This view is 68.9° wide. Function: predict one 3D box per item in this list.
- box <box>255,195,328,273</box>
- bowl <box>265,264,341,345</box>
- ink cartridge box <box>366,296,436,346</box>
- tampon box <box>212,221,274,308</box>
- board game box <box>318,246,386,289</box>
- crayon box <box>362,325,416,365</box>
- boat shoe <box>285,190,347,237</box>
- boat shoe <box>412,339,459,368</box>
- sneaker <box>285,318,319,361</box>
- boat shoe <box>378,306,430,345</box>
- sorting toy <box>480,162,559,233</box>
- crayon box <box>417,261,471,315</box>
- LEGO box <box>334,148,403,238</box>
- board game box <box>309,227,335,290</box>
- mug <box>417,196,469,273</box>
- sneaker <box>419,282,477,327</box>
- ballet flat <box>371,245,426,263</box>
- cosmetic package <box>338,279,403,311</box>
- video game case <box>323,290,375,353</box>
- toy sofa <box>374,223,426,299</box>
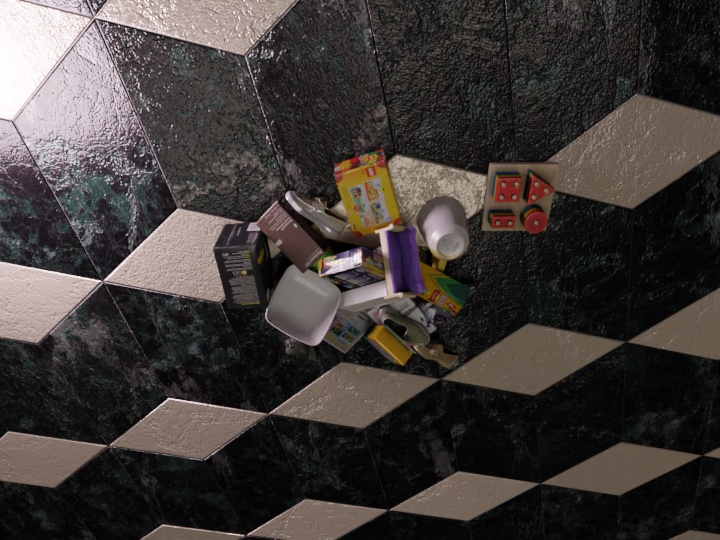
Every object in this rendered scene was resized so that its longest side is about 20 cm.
[{"bbox_3d":[-0.195,-0.103,1.509,0.100,0.075,0.200,-40,105,18],"label":"box"},{"bbox_3d":[-0.174,0.105,1.589,0.197,0.074,0.204,29,78,-11],"label":"bowl"},{"bbox_3d":[0.127,0.138,1.673,0.144,0.084,0.200,-35,116,18],"label":"ink cartridge box"},{"bbox_3d":[-0.333,-0.016,1.532,0.122,0.151,0.205,-4,122,3],"label":"tampon box"},{"bbox_3d":[0.000,0.000,1.519,0.162,0.058,0.198,-16,157,34],"label":"board game box"},{"bbox_3d":[0.085,0.229,1.624,0.125,0.200,0.052,43,77,-5],"label":"crayon box"},{"bbox_3d":[-0.121,-0.173,1.491,0.198,0.073,0.066,37,110,-22],"label":"boat shoe"},{"bbox_3d":[0.247,0.260,1.762,0.197,0.072,0.065,29,113,-29],"label":"boat shoe"},{"bbox_3d":[-0.200,0.222,1.702,0.111,0.078,0.202,0,138,5],"label":"sneaker"},{"bbox_3d":[0.134,0.185,1.615,0.197,0.063,0.072,32,116,-19],"label":"boat shoe"},{"bbox_3d":[0.456,-0.197,1.490,0.192,0.070,0.205,0,121,-1],"label":"sorting toy"},{"bbox_3d":[0.213,0.048,1.534,0.196,0.051,0.128,29,160,8],"label":"crayon box"},{"bbox_3d":[0.024,-0.212,1.466,0.145,0.078,0.204,-15,120,7],"label":"LEGO box"},{"bbox_3d":[-0.125,-0.037,1.596,0.094,0.030,0.202,-26,120,14],"label":"board game box"},{"bbox_3d":[0.250,-0.093,1.498,0.146,0.155,0.189,-21,120,11],"label":"mug"},{"bbox_3d":[0.280,0.105,1.636,0.195,0.074,0.090,-19,100,-9],"label":"sneaker"},{"bbox_3d":[0.104,-0.053,1.579,0.194,0.073,0.074,6,121,-5],"label":"ballet flat"},{"bbox_3d":[0.028,0.078,1.580,0.197,0.052,0.081,-17,159,39],"label":"cosmetic package"},{"bbox_3d":[-0.071,0.162,1.719,0.198,0.024,0.182,35,115,-21],"label":"video game case"},{"bbox_3d":[0.110,-0.024,1.457,0.096,0.082,0.206,-13,81,34],"label":"toy sofa"}]
